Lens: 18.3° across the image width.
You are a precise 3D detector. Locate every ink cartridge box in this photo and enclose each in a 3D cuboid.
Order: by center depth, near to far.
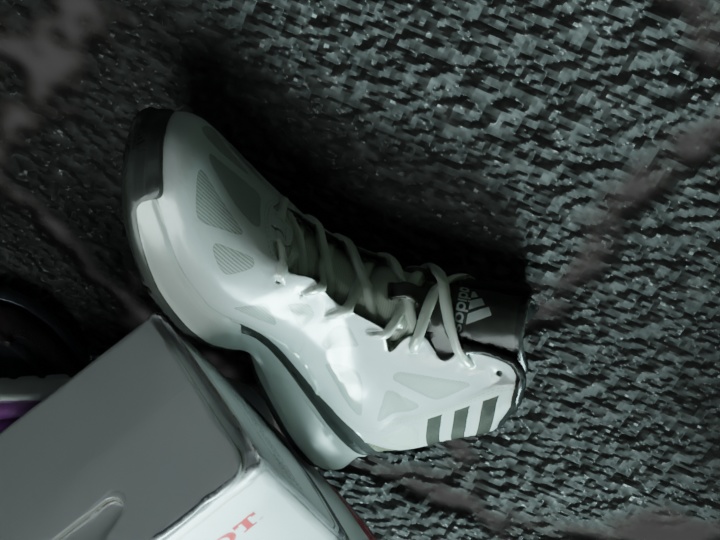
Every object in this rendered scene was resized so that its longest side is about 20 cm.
[{"bbox_3d":[-0.078,0.124,0.876,0.085,0.145,0.200,53,180,31],"label":"ink cartridge box"}]

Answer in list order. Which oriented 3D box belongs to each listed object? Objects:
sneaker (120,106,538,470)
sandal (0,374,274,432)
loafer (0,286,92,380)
[{"bbox_3d":[0.000,0.000,0.826,0.115,0.076,0.201,-11,142,24],"label":"sneaker"},{"bbox_3d":[-0.136,0.085,0.943,0.201,0.050,0.083,-12,127,-1],"label":"sandal"},{"bbox_3d":[-0.152,0.089,1.006,0.071,0.063,0.201,12,143,11],"label":"loafer"}]
